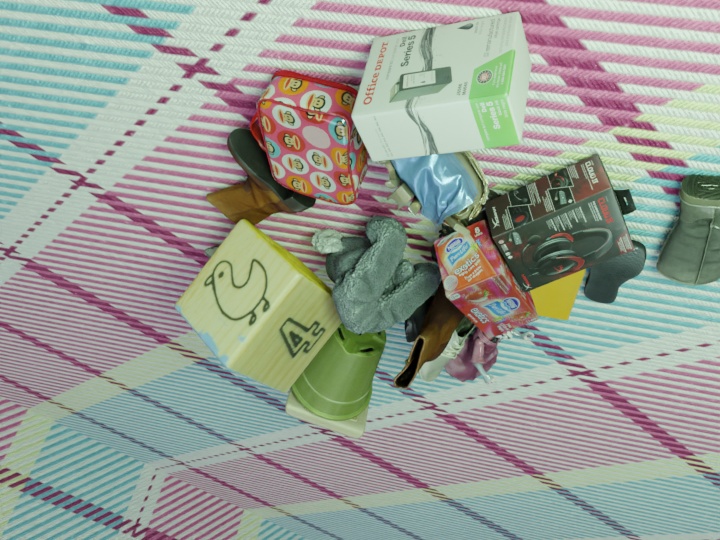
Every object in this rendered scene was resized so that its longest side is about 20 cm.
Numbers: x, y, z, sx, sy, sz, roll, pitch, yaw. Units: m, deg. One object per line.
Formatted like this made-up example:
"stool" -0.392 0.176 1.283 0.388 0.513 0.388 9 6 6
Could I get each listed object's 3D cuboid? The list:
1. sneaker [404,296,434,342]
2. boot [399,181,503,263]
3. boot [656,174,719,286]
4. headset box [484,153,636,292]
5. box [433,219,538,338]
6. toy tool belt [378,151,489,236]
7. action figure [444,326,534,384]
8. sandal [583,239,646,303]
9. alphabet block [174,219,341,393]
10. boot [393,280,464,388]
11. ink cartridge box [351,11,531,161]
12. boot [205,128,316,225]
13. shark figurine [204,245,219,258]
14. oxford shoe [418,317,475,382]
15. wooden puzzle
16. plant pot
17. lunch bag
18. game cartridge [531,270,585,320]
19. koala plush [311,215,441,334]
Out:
"sneaker" 0.124 0.073 1.453 0.089 0.077 0.201 -2 152 8
"boot" 0.124 -0.107 1.184 0.172 0.070 0.200 30 137 -18
"boot" 0.531 -0.046 1.089 0.179 0.073 0.202 16 144 26
"headset box" 0.302 -0.069 1.104 0.197 0.076 0.149 -22 136 18
"box" 0.202 0.018 1.191 0.094 0.101 0.200 -23 147 20
"toy tool belt" 0.087 -0.138 1.040 0.200 0.123 0.125 43 120 -6
"action figure" 0.242 0.140 1.491 0.149 0.133 0.201 42 148 16
"sandal" 0.412 -0.006 1.236 0.075 0.043 0.201 20 158 7
"alphabet block" -0.171 0.066 1.339 0.195 0.201 0.196 39 -179 34
"boot" 0.124 0.089 1.294 0.068 0.199 0.190 33 111 14
"ink cartridge box" 0.102 -0.224 0.930 0.196 0.148 0.084 -3 144 25
"boot" -0.196 -0.151 1.269 0.198 0.070 0.187 -9 148 45
"shark figurine" -0.216 0.039 1.507 0.126 0.219 0.090 -19 -176 1
"oxford shoe" 0.169 0.139 1.442 0.074 0.058 0.202 7 120 -38
"wooden puzzle" -0.060 0.252 1.665 0.182 0.203 0.037 21 140 -9
"plant pot" -0.034 0.179 1.586 0.197 0.202 0.191 20 135 -8
"lunch bag" -0.079 -0.193 1.109 0.173 0.083 0.201 15 149 11
"game cartridge" 0.296 0.009 1.313 0.172 0.033 0.202 10 145 9
"koala plush" 0.000 0.000 1.307 0.178 0.184 0.199 47 173 -35
